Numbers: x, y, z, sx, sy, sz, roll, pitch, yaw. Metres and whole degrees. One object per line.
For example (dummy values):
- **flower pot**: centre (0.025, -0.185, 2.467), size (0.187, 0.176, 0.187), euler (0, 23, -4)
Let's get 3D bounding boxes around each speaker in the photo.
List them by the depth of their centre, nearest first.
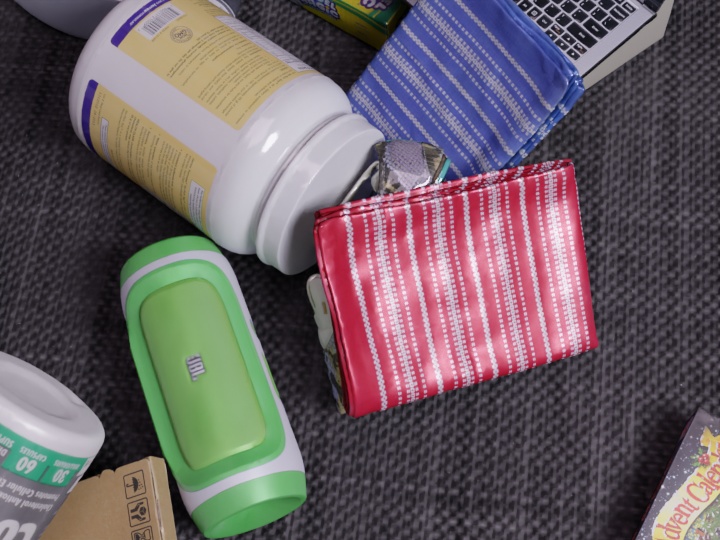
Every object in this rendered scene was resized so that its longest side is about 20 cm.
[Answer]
- **speaker**: centre (-0.105, 0.078, 0.756), size (0.088, 0.088, 0.200), euler (-21, 68, -4)

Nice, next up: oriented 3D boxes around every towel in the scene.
- **towel**: centre (0.069, 0.010, 0.741), size (0.200, 0.022, 0.145), euler (-13, 102, -18)
- **towel**: centre (0.054, -0.113, 0.789), size (0.200, 0.024, 0.145), euler (-49, 67, 28)

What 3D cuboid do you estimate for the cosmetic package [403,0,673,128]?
- **cosmetic package**: centre (0.134, -0.183, 0.851), size (0.200, 0.073, 0.104), euler (-36, 70, -9)

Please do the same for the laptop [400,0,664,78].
- **laptop**: centre (0.133, -0.254, 0.778), size (0.200, 0.116, 0.187), euler (-40, 69, -11)

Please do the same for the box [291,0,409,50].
- **box**: centre (-0.005, -0.264, 0.908), size (0.200, 0.048, 0.117), euler (32, 73, 14)

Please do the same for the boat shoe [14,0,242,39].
- **boat shoe**: centre (-0.194, -0.235, 0.897), size (0.200, 0.072, 0.068), euler (10, 60, 13)

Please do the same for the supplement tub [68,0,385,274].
- **supplement tub**: centre (-0.097, -0.102, 0.796), size (0.200, 0.145, 0.145), euler (36, 75, 16)

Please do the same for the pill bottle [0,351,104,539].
- **pill bottle**: centre (-0.262, 0.157, 0.688), size (0.113, 0.113, 0.200), euler (34, 92, 16)

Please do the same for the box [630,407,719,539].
- **box**: centre (0.238, 0.209, 0.701), size (0.136, 0.038, 0.200), euler (27, 72, 14)

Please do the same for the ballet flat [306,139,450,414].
- **ballet flat**: centre (0.000, 0.000, 0.767), size (0.072, 0.072, 0.201), euler (20, 92, 12)

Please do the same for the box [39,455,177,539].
- **box**: centre (-0.184, 0.240, 0.703), size (0.163, 0.021, 0.200), euler (-21, 68, 18)
